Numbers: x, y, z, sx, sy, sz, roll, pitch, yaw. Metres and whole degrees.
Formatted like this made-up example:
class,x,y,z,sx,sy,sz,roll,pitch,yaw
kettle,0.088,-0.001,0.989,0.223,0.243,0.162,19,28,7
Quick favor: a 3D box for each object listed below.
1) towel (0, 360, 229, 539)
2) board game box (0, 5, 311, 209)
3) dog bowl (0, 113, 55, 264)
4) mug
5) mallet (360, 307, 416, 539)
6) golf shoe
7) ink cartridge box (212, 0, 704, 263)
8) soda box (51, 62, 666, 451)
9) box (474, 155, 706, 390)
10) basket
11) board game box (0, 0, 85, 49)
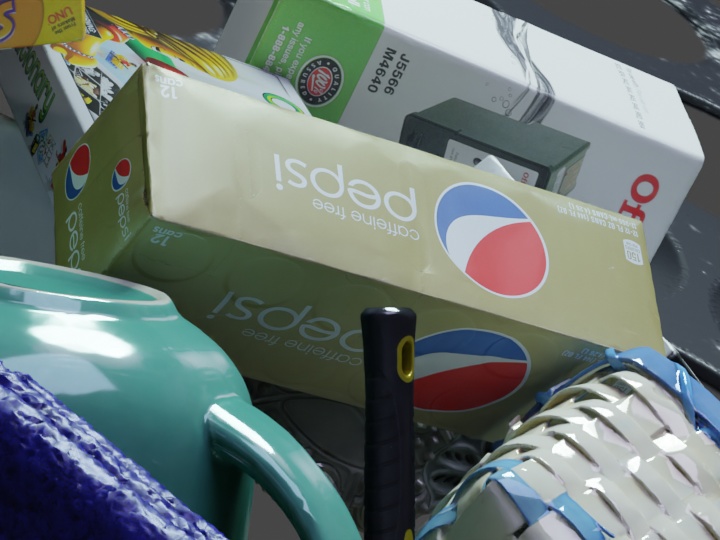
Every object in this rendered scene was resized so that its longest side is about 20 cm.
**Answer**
class,x,y,z,sx,sy,sz,roll,pitch,yaw
towel,-0.093,0.130,0.690,0.147,0.201,0.049,36,14,20
board game box,-0.061,-0.036,1.118,0.126,0.035,0.200,18,21,-27
dog bowl,-0.154,0.010,1.058,0.199,0.079,0.200,23,22,-10
mug,-0.091,0.059,0.891,0.184,0.115,0.152,8,4,-11
mallet,0.014,0.113,0.899,0.041,0.201,0.066,-1,-9,36
golf shoe,0.011,0.056,1.173,0.199,0.079,0.097,24,13,-35
ink cartridge box,0.026,-0.039,1.294,0.199,0.146,0.084,21,22,-15
soda box,0.000,0.000,0.997,0.199,0.068,0.064,16,49,-28
box,0.117,0.055,1.215,0.200,0.036,0.144,48,2,-44
basket,0.089,0.111,1.004,0.139,0.177,0.200,48,39,12
board game box,-0.205,-0.092,1.079,0.199,0.030,0.096,-4,15,-16
